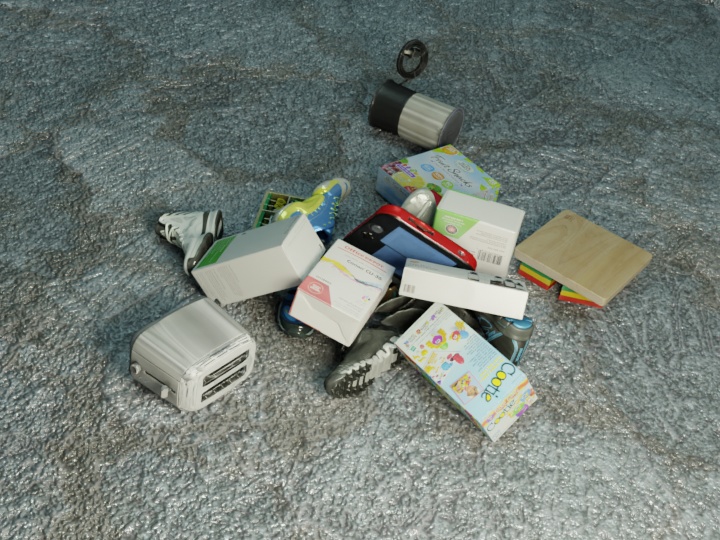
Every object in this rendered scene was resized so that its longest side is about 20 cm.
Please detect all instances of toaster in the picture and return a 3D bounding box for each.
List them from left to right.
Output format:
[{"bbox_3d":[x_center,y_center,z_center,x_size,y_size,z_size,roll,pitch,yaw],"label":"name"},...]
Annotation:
[{"bbox_3d":[-0.254,0.129,1.506,0.129,0.114,0.200,35,43,24],"label":"toaster"}]

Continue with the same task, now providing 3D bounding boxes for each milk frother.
[{"bbox_3d":[0.147,-0.391,2.167,0.188,0.200,0.180,26,37,20],"label":"milk frother"}]

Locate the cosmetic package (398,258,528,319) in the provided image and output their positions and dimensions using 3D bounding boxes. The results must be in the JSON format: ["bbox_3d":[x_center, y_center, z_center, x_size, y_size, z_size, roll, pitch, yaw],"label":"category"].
[{"bbox_3d":[0.166,0.027,1.554,0.200,0.051,0.083,12,10,3],"label":"cosmetic package"}]

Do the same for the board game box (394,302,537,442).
[{"bbox_3d":[0.168,0.159,1.531,0.105,0.103,0.200,-44,55,-5],"label":"board game box"}]

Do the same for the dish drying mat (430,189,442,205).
[{"bbox_3d":[0.082,-0.084,1.858,0.200,0.018,0.077,-36,55,-14],"label":"dish drying mat"}]

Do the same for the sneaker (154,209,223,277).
[{"bbox_3d":[-0.323,-0.047,1.756,0.115,0.076,0.201,1,30,3],"label":"sneaker"}]

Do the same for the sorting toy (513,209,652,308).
[{"bbox_3d":[0.422,-0.010,1.849,0.199,0.070,0.200,32,43,26],"label":"sorting toy"}]

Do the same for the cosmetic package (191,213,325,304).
[{"bbox_3d":[-0.174,-0.015,1.647,0.200,0.085,0.108,-17,26,30],"label":"cosmetic package"}]

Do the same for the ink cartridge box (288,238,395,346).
[{"bbox_3d":[-0.021,0.023,1.610,0.116,0.068,0.200,28,40,7],"label":"ink cartridge box"}]

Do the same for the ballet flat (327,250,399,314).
[{"bbox_3d":[0.000,0.000,1.748,0.068,0.072,0.200,-22,48,-33],"label":"ballet flat"}]

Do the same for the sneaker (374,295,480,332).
[{"bbox_3d":[0.124,0.081,1.667,0.200,0.104,0.060,29,28,-47],"label":"sneaker"}]

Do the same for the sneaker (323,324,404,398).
[{"bbox_3d":[-0.004,0.144,1.578,0.090,0.067,0.200,31,39,29],"label":"sneaker"}]

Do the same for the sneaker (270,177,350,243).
[{"bbox_3d":[-0.071,-0.099,1.826,0.105,0.076,0.200,43,55,19],"label":"sneaker"}]

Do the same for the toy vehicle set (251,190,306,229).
[{"bbox_3d":[-0.142,-0.079,1.853,0.124,0.027,0.200,10,38,1],"label":"toy vehicle set"}]

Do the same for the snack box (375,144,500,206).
[{"bbox_3d":[0.160,-0.174,2.002,0.200,0.068,0.169,-20,48,-33],"label":"snack box"}]

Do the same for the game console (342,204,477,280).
[{"bbox_3d":[0.084,-0.027,1.640,0.200,0.177,0.031,33,58,-13],"label":"game console"}]

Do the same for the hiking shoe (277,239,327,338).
[{"bbox_3d":[-0.099,0.033,1.674,0.074,0.087,0.200,10,38,0],"label":"hiking shoe"}]

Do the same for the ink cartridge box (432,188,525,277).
[{"bbox_3d":[0.195,-0.026,1.719,0.145,0.200,0.084,18,37,10],"label":"ink cartridge box"}]

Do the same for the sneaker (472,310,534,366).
[{"bbox_3d":[0.223,0.092,1.616,0.073,0.082,0.200,6,16,-15],"label":"sneaker"}]

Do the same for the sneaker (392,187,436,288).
[{"bbox_3d":[0.089,-0.068,1.753,0.070,0.200,0.080,10,32,-6],"label":"sneaker"}]
